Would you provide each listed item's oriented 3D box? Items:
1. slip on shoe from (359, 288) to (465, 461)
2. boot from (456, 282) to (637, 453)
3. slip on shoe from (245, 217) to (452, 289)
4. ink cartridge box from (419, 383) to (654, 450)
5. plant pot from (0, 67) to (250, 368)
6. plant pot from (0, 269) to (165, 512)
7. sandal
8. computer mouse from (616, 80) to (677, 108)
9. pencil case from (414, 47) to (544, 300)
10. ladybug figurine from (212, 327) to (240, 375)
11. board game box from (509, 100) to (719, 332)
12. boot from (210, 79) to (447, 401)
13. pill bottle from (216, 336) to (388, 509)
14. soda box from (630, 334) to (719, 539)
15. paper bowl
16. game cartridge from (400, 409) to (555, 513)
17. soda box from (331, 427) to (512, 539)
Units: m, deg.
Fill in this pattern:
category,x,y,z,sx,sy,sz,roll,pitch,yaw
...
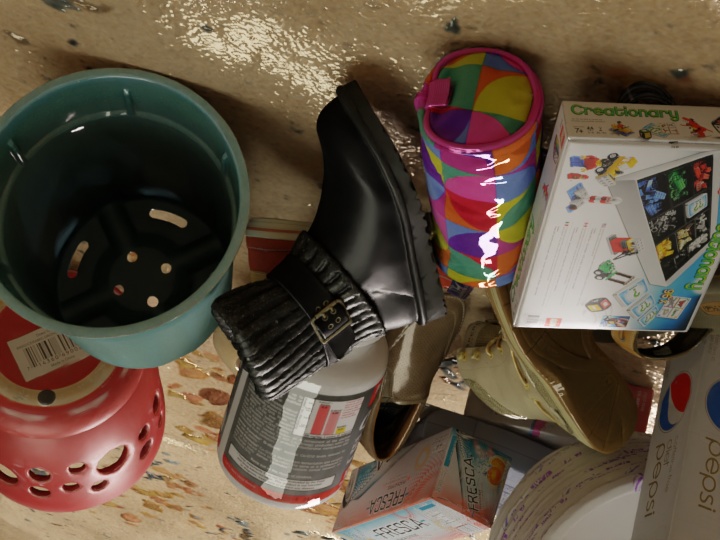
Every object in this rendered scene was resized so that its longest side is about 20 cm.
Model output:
category,x,y,z,sx,sy,sz,roll,pitch,yaw
slip on shoe,0.039,0.085,1.269,0.076,0.061,0.200,3,138,-28
boot,0.122,0.048,1.191,0.200,0.073,0.155,56,160,-21
slip on shoe,0.000,0.000,1.145,0.199,0.062,0.074,7,180,-33
ink cartridge box,0.156,0.136,1.360,0.199,0.068,0.117,12,153,10
plant pot,-0.176,-0.021,1.135,0.199,0.201,0.196,15,163,5
plant pot,-0.292,0.107,1.453,0.199,0.201,0.183,15,146,6
sandal,0.229,0.039,1.127,0.080,0.054,0.199,36,155,-33
computer mouse,0.191,-0.059,0.992,0.058,0.034,0.200,-4,143,9
pencil case,0.078,-0.061,0.995,0.088,0.089,0.200,13,153,10
ladybug figurine,-0.051,0.076,1.366,0.135,0.072,0.200,-1,149,32
board game box,0.174,-0.029,0.972,0.125,0.035,0.200,2,144,-5
boot,-0.034,-0.013,1.029,0.157,0.080,0.212,-22,125,-6
pill bottle,-0.042,0.089,1.227,0.115,0.116,0.201,18,125,-2
soda box,0.261,0.140,1.143,0.063,0.201,0.068,21,155,-10
paper bowl,0.198,0.223,1.248,0.200,0.201,0.104,37,-171,-35
game cartridge,0.130,0.185,1.353,0.199,0.041,0.133,24,158,-11
soda box,0.050,0.198,1.313,0.063,0.069,0.200,29,152,-16
